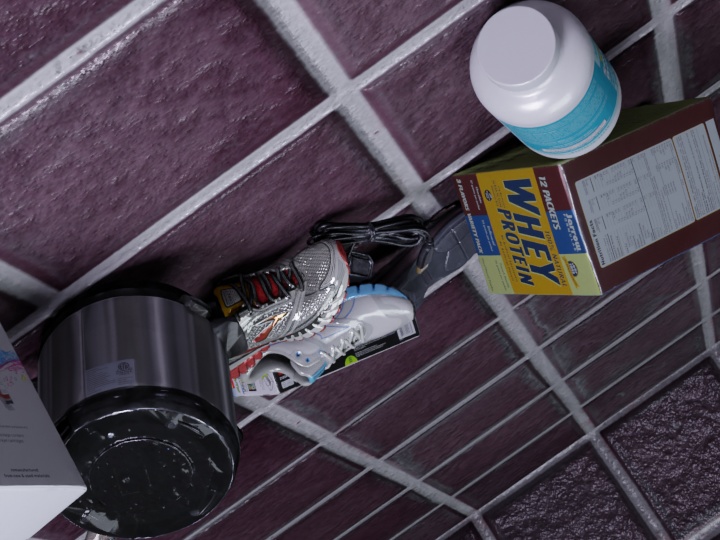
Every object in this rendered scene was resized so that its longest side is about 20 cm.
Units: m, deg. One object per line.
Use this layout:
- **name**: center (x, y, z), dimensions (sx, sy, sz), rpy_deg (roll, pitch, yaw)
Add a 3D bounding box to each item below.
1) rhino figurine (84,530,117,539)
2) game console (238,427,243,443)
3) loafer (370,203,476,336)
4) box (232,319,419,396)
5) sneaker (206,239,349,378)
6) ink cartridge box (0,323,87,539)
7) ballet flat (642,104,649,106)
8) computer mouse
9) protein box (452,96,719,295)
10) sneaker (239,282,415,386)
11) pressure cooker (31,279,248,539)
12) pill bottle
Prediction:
- **rhino figurine**: center (-0.247, 0.194, 1.556), dimensions (0.087, 0.202, 0.060), rpy_deg (-12, -167, -33)
- **game console**: center (-0.223, 0.211, 1.686), dimensions (0.199, 0.117, 0.176), rpy_deg (-36, -168, -3)
- **loafer**: center (0.065, -0.018, 1.737), dimensions (0.200, 0.063, 0.072), rpy_deg (-45, 144, -15)
- **box**: center (-0.044, 0.090, 1.769), dimensions (0.199, 0.035, 0.110), rpy_deg (-21, -173, -35)
- **sneaker**: center (-0.094, 0.036, 1.546), dimensions (0.199, 0.078, 0.082), rpy_deg (-36, 143, 16)
- **ink cartridge box**: center (-0.332, 0.118, 1.181), dimensions (0.145, 0.201, 0.144), rpy_deg (-40, 158, 16)
- **ballet flat**: center (0.281, -0.104, 1.852), dimensions (0.200, 0.071, 0.067), rpy_deg (-41, 160, 21)
- **computer mouse**: center (0.000, 0.000, 1.649), dimensions (0.139, 0.046, 0.201), rpy_deg (-5, 145, -14)
- **protein box**: center (0.241, -0.073, 1.637), dimensions (0.199, 0.136, 0.198), rpy_deg (-24, -169, -26)
- **sneaker**: center (-0.037, 0.074, 1.625), dimensions (0.198, 0.087, 0.075), rpy_deg (-13, 144, -1)
- **pressure cooker**: center (-0.193, 0.107, 1.395), dimensions (0.174, 0.201, 0.179), rpy_deg (16, 125, -25)
- **pill bottle**: center (0.163, -0.172, 1.427), dimensions (0.110, 0.111, 0.200), rpy_deg (-37, 162, 11)
